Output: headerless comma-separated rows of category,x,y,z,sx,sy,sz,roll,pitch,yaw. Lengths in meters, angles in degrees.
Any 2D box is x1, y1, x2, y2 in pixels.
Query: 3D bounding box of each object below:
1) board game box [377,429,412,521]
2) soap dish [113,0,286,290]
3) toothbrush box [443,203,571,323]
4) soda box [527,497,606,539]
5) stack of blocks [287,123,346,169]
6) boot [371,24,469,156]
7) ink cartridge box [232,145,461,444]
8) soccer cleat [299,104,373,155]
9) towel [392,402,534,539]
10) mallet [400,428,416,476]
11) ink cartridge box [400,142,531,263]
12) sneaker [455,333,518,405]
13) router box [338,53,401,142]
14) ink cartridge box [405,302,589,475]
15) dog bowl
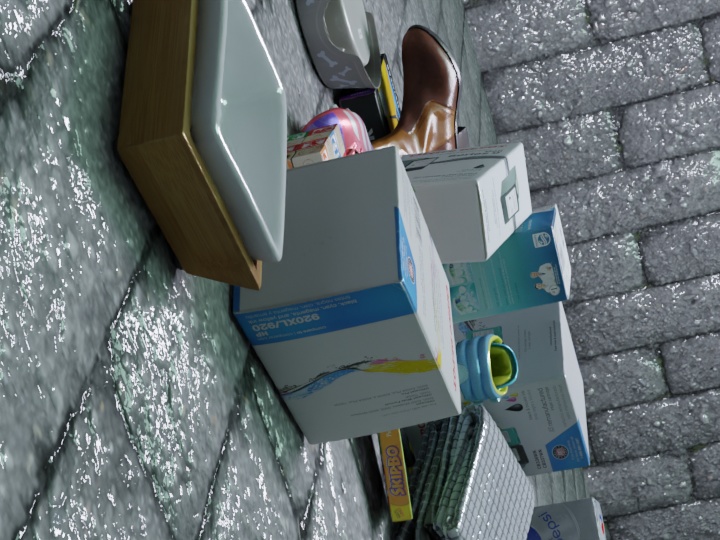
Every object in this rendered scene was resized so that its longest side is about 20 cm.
board game box,0.027,0.148,1.574,0.096,0.030,0.203,-110,-165,-87
soap dish,-0.111,-0.107,1.097,0.158,0.080,0.202,66,16,-46
toothbrush box,0.125,-0.002,1.679,0.146,0.198,0.086,-51,127,-74
soda box,0.192,0.322,1.841,0.068,0.198,0.064,41,39,-71
stack of blocks,-0.031,-0.026,1.464,0.115,0.058,0.202,-69,145,-70
boot,0.040,-0.167,1.790,0.200,0.068,0.190,-37,128,-41
ink cartridge box,-0.008,0.026,1.301,0.201,0.143,0.148,65,17,-48
soccer cleat,-0.008,-0.110,1.619,0.077,0.066,0.200,59,3,22
towel,0.117,0.270,1.678,0.166,0.085,0.201,60,33,-33
mallet,0.060,0.218,1.726,0.066,0.041,0.202,-68,140,-69
ink cartridge box,0.084,-0.070,1.593,0.200,0.144,0.085,-40,123,-66
sneaker,0.097,0.111,1.616,0.200,0.129,0.081,-171,-109,-88
router box,0.028,-0.148,1.898,0.150,0.050,0.202,-77,153,-63
ink cartridge box,0.156,0.147,1.811,0.147,0.198,0.148,-85,159,-52
dog bowl,-0.029,-0.303,1.771,0.200,0.058,0.203,-12,90,-78
